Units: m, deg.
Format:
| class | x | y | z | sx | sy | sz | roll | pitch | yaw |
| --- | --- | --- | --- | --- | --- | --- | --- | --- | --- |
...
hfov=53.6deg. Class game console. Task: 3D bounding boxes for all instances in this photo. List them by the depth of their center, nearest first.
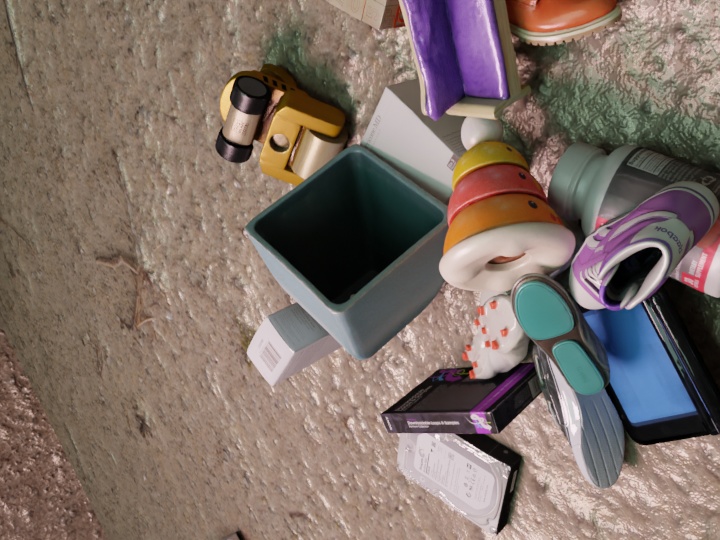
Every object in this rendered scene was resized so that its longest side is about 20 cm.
| class | x | y | z | sx | sy | sz | roll | pitch | yaw |
| --- | --- | --- | --- | --- | --- | --- | --- | --- | --- |
| game console | 0.320 | 0.115 | 0.797 | 0.115 | 0.176 | 0.202 | -29 | 88 | 18 |

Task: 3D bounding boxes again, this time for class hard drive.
| class | x | y | z | sx | sy | sz | roll | pitch | yaw |
| --- | --- | --- | --- | --- | --- | --- | --- | --- | --- |
| hard drive | 0.145 | 0.300 | 1.105 | 0.198 | 0.038 | 0.142 | 27 | 125 | 35 |

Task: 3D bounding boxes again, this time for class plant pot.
| class | x | y | z | sx | sy | sz | roll | pitch | yaw |
| --- | --- | --- | --- | --- | --- | --- | --- | --- | --- |
| plant pot | 0.000 | 0.000 | 0.941 | 0.195 | 0.196 | 0.201 | 39 | 159 | 34 |

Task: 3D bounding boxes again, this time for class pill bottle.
| class | x | y | z | sx | sy | sz | roll | pitch | yaw |
| --- | --- | --- | --- | --- | --- | --- | --- | --- | --- |
| pill bottle | 0.300 | -0.063 | 0.737 | 0.198 | 0.110 | 0.112 | 29 | 126 | 32 |

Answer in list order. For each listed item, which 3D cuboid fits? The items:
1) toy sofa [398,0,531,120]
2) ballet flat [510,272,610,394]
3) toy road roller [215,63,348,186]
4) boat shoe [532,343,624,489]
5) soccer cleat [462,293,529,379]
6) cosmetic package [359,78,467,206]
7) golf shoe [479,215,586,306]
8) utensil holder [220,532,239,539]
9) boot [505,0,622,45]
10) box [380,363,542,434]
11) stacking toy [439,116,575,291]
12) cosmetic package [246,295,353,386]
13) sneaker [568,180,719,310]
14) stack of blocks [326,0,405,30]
| class | x | y | z | sx | sy | sz | roll | pitch | yaw |
| --- | --- | --- | --- | --- | --- | --- | --- | --- | --- |
| toy sofa | 0.105 | -0.261 | 0.750 | 0.082 | 0.097 | 0.203 | 21 | 136 | 50 |
| ballet flat | 0.225 | 0.061 | 0.808 | 0.067 | 0.064 | 0.201 | -20 | 124 | 29 |
| toy road roller | -0.117 | -0.232 | 1.087 | 0.197 | 0.147 | 0.124 | 21 | 131 | -9 |
| boat shoe | 0.276 | 0.174 | 0.907 | 0.071 | 0.071 | 0.204 | -10 | 97 | 70 |
| soccer cleat | 0.183 | 0.080 | 0.897 | 0.201 | 0.076 | 0.070 | 98 | 157 | -62 |
| cosmetic package | 0.099 | -0.140 | 0.920 | 0.200 | 0.081 | 0.114 | 46 | 136 | 18 |
| golf shoe | 0.195 | 0.007 | 0.882 | 0.078 | 0.097 | 0.201 | 48 | 136 | 15 |
| utensil holder | -0.312 | 0.745 | 1.662 | 0.170 | 0.169 | 0.202 | -40 | 76 | 46 |
| boot | 0.180 | -0.305 | 0.752 | 0.198 | 0.075 | 0.108 | 23 | 143 | 36 |
| box | 0.141 | 0.176 | 0.976 | 0.198 | 0.142 | 0.037 | -11 | 102 | 47 |
| stacking toy | 0.143 | -0.090 | 0.781 | 0.146 | 0.144 | 0.204 | -33 | 58 | 47 |
| cosmetic package | -0.068 | 0.088 | 1.100 | 0.074 | 0.199 | 0.102 | 50 | 134 | 14 |
| sneaker | 0.236 | 0.002 | 0.671 | 0.072 | 0.114 | 0.201 | 41 | 151 | 10 |
| stack of blocks | -0.007 | -0.375 | 0.895 | 0.199 | 0.114 | 0.059 | 38 | 131 | 25 |
